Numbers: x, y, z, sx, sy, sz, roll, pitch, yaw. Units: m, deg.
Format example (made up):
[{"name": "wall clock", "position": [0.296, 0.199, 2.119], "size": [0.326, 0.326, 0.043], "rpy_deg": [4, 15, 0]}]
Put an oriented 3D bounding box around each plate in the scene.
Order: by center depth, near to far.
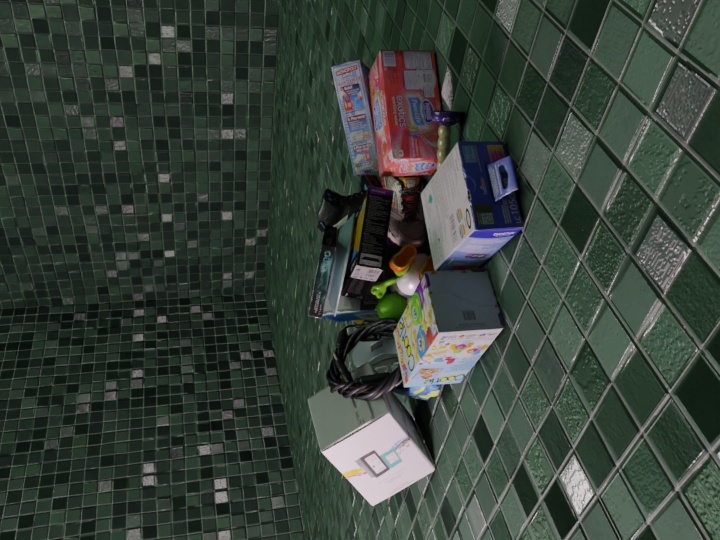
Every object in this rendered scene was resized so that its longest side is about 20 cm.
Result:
[{"name": "plate", "position": [-0.040, -0.013, 1.269], "size": [0.200, 0.026, 0.201], "rpy_deg": [-168, 90, -86]}]

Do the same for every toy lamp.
[{"name": "toy lamp", "position": [0.133, -0.156, 1.089], "size": [0.058, 0.058, 0.200], "rpy_deg": [-135, 46, -69]}]

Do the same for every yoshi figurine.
[{"name": "yoshi figurine", "position": [0.080, 0.041, 1.238], "size": [0.200, 0.112, 0.113], "rpy_deg": [105, 149, -64]}]

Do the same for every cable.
[{"name": "cable", "position": [0.018, 0.162, 1.229], "size": [0.200, 0.051, 0.163], "rpy_deg": [3, 54, 42]}]

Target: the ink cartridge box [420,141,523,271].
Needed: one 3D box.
[{"name": "ink cartridge box", "position": [0.159, -0.093, 0.955], "size": [0.200, 0.076, 0.137], "rpy_deg": [121, 143, -68]}]

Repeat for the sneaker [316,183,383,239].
[{"name": "sneaker", "position": [-0.013, -0.147, 1.367], "size": [0.200, 0.112, 0.073], "rpy_deg": [-48, 1, 11]}]

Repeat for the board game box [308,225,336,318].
[{"name": "board game box", "position": [-0.070, -0.003, 1.276], "size": [0.200, 0.028, 0.136], "rpy_deg": [-93, 14, -76]}]

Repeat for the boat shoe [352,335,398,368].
[{"name": "boat shoe", "position": [0.078, 0.157, 1.337], "size": [0.202, 0.086, 0.075], "rpy_deg": [-33, 52, 40]}]

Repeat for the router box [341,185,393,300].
[{"name": "router box", "position": [0.011, -0.044, 1.216], "size": [0.200, 0.051, 0.149], "rpy_deg": [117, 163, -70]}]

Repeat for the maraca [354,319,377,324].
[{"name": "maraca", "position": [0.022, 0.076, 1.462], "size": [0.137, 0.107, 0.200], "rpy_deg": [116, 148, -61]}]

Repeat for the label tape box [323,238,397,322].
[{"name": "label tape box", "position": [0.000, 0.000, 1.391], "size": [0.063, 0.144, 0.200], "rpy_deg": [29, -121, -54]}]

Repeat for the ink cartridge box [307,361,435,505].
[{"name": "ink cartridge box", "position": [0.019, 0.311, 1.277], "size": [0.200, 0.146, 0.147], "rpy_deg": [55, -175, -34]}]

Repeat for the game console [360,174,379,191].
[{"name": "game console", "position": [0.030, -0.111, 1.547], "size": [0.200, 0.031, 0.177], "rpy_deg": [-113, 24, -54]}]

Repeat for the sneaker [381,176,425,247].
[{"name": "sneaker", "position": [0.081, -0.133, 1.250], "size": [0.082, 0.078, 0.200], "rpy_deg": [117, 147, -60]}]

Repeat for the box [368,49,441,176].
[{"name": "box", "position": [0.081, -0.274, 1.175], "size": [0.095, 0.102, 0.200], "rpy_deg": [139, 126, -73]}]

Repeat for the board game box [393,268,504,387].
[{"name": "board game box", "position": [0.130, 0.094, 1.049], "size": [0.200, 0.105, 0.103], "rpy_deg": [111, 153, -55]}]

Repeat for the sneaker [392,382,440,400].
[{"name": "sneaker", "position": [0.109, 0.197, 1.257], "size": [0.200, 0.071, 0.083], "rpy_deg": [129, 155, -71]}]

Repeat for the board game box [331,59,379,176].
[{"name": "board game box", "position": [0.015, -0.314, 1.291], "size": [0.200, 0.062, 0.200], "rpy_deg": [-61, -41, -55]}]
